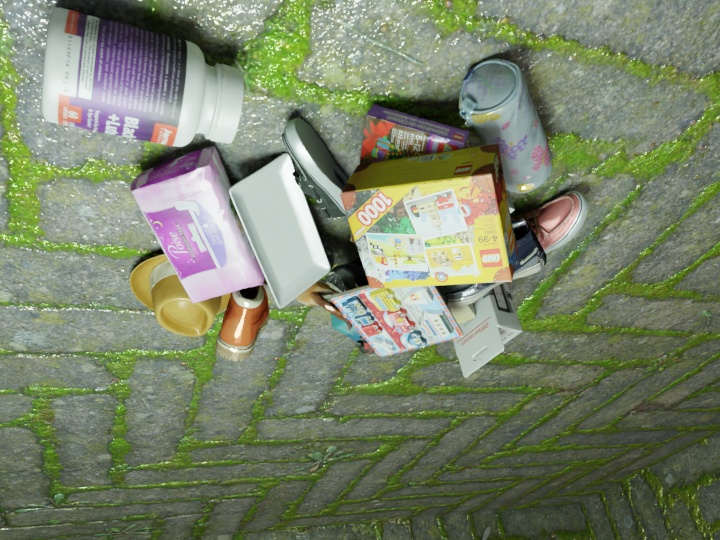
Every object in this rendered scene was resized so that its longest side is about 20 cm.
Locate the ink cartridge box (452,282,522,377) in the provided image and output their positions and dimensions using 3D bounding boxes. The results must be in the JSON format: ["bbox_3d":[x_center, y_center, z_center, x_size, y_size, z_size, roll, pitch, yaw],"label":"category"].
[{"bbox_3d":[0.219,0.081,1.127,0.066,0.205,0.116,12,142,-30],"label":"ink cartridge box"}]

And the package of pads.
[{"bbox_3d":[-0.219,-0.057,0.860,0.117,0.077,0.204,-16,124,6],"label":"package of pads"}]

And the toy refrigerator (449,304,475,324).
[{"bbox_3d":[0.102,0.076,1.115,0.195,0.078,0.070,-24,144,17],"label":"toy refrigerator"}]

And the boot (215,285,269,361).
[{"bbox_3d":[-0.175,0.046,0.987,0.073,0.201,0.110,14,111,-8],"label":"boot"}]

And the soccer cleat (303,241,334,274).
[{"bbox_3d":[-0.136,-0.033,0.984,0.194,0.067,0.084,14,-179,-16],"label":"soccer cleat"}]

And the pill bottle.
[{"bbox_3d":[-0.230,-0.198,0.670,0.194,0.114,0.112,7,143,-25],"label":"pill bottle"}]

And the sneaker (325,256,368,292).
[{"bbox_3d":[0.000,0.000,1.029,0.074,0.090,0.200,26,175,13],"label":"sneaker"}]

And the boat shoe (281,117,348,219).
[{"bbox_3d":[-0.061,-0.129,0.863,0.055,0.070,0.200,-20,147,15],"label":"boat shoe"}]

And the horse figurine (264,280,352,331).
[{"bbox_3d":[-0.079,0.038,1.035,0.130,0.199,0.051,23,92,-34],"label":"horse figurine"}]

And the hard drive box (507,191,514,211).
[{"bbox_3d":[0.114,-0.083,0.973,0.152,0.079,0.200,12,140,-31],"label":"hard drive box"}]

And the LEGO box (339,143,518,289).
[{"bbox_3d":[0.091,-0.063,0.796,0.194,0.078,0.152,-4,123,26],"label":"LEGO box"}]

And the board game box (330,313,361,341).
[{"bbox_3d":[0.061,0.078,1.216,0.197,0.048,0.150,-29,142,23],"label":"board game box"}]

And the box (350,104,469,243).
[{"bbox_3d":[0.062,-0.110,0.852,0.133,0.039,0.204,17,130,12],"label":"box"}]

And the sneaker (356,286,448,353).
[{"bbox_3d":[0.071,0.084,1.033,0.097,0.072,0.201,34,122,-13],"label":"sneaker"}]

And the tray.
[{"bbox_3d":[-0.115,-0.056,0.897,0.106,0.022,0.204,-36,125,-25],"label":"tray"}]

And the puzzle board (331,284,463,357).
[{"bbox_3d":[0.061,0.075,0.946,0.146,0.018,0.201,-15,143,18],"label":"puzzle board"}]

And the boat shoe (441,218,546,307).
[{"bbox_3d":[0.198,-0.015,1.005,0.195,0.076,0.093,-26,138,10],"label":"boat shoe"}]

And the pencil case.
[{"bbox_3d":[0.199,-0.187,0.834,0.092,0.082,0.199,-55,142,-4],"label":"pencil case"}]

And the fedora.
[{"bbox_3d":[-0.290,0.051,1.039,0.193,0.084,0.203,-7,147,-5],"label":"fedora"}]

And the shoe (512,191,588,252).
[{"bbox_3d":[0.286,-0.067,1.051,0.089,0.073,0.200,8,145,-32],"label":"shoe"}]
